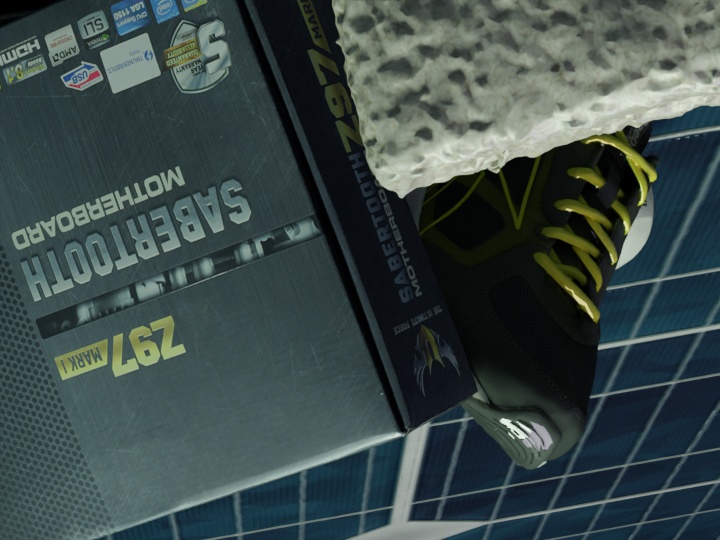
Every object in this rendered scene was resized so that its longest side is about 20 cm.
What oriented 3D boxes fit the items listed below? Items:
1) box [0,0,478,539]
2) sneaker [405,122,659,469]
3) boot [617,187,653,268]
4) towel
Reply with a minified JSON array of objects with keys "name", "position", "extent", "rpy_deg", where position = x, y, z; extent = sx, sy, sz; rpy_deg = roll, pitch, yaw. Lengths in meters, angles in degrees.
[{"name":"box","position":[-0.080,-0.002,0.901],"extent":[0.200,0.158,0.051],"rpy_deg":[-19,-177,32]},{"name":"sneaker","position":[0.056,-0.022,0.945],"extent":[0.084,0.200,0.074],"rpy_deg":[-30,127,19]},{"name":"boot","position":[0.000,0.000,1.160],"extent":[0.144,0.073,0.200],"rpy_deg":[3,152,-41]},{"name":"towel","position":[0.080,-0.104,0.691],"extent":[0.199,0.133,0.034],"rpy_deg":[-16,169,17]}]
